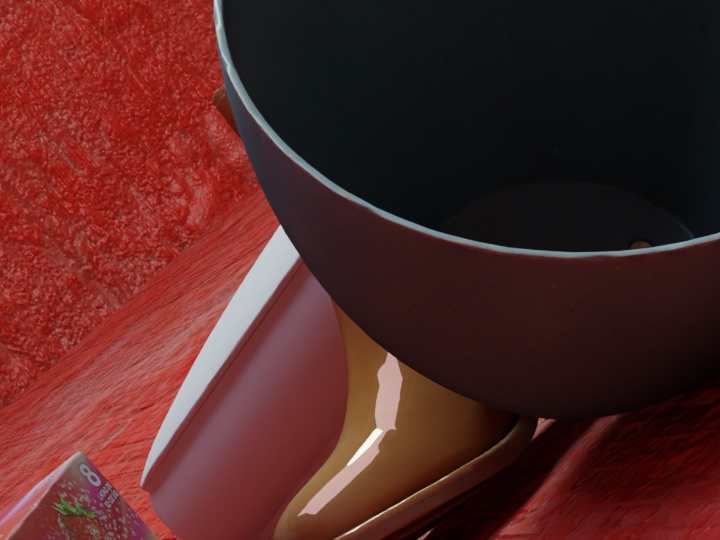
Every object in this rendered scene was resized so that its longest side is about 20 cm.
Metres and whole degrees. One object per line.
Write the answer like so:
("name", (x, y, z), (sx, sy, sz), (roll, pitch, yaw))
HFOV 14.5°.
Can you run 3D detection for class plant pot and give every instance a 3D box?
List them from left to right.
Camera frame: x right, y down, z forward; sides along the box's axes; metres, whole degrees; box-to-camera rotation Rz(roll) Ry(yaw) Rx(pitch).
("plant pot", (0.062, -0.034, 0.831), (0.200, 0.200, 0.135), (-44, -31, -30))

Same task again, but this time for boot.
("boot", (0.003, -0.001, 0.928), (0.200, 0.155, 0.074), (-42, -1, -30))

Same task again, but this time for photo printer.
("photo printer", (0.000, 0.000, 1.107), (0.200, 0.069, 0.167), (-54, 6, 42))

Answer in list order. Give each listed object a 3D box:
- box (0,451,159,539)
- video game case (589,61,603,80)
("box", (-0.118, 0.150, 0.880), (0.100, 0.096, 0.200), (-39, 6, 20))
("video game case", (0.159, -0.122, 1.000), (0.199, 0.026, 0.181), (-20, 20, 1))
